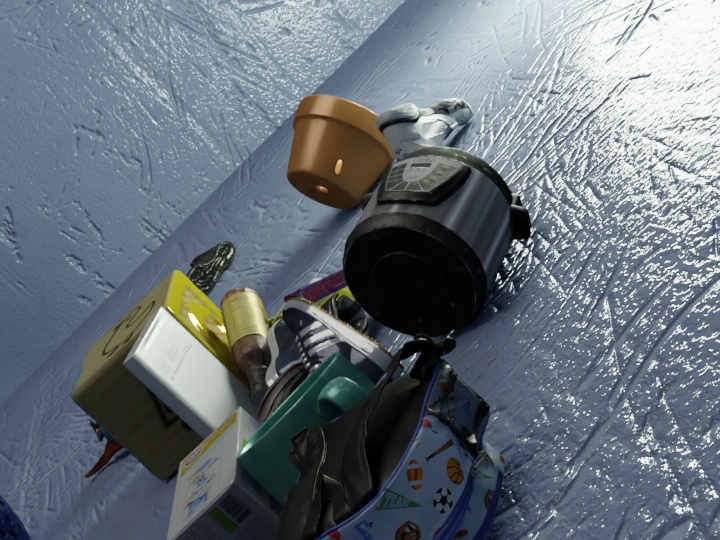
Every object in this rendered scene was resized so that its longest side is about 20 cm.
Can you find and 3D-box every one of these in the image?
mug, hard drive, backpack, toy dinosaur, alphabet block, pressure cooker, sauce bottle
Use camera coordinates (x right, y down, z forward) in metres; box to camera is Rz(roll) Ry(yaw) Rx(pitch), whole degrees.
[{"bbox_3d":[-0.033,0.175,1.200,0.152,0.114,0.185,-45,2,3],"label":"mug"},{"bbox_3d":[-0.220,0.153,1.623,0.027,0.200,0.132,-38,16,24],"label":"hard drive"},{"bbox_3d":[0.021,0.184,1.010,0.200,0.154,0.191,-42,6,31],"label":"backpack"},{"bbox_3d":[-0.377,0.270,2.038,0.181,0.105,0.200,8,90,56],"label":"toy dinosaur"},{"bbox_3d":[-0.283,0.153,1.804,0.200,0.196,0.195,-42,17,8],"label":"alphabet block"},{"bbox_3d":[0.085,-0.044,1.402,0.179,0.176,0.200,-44,10,44],"label":"pressure cooker"},{"bbox_3d":[-0.155,0.110,1.722,0.066,0.066,0.200,-39,43,20],"label":"sauce bottle"}]

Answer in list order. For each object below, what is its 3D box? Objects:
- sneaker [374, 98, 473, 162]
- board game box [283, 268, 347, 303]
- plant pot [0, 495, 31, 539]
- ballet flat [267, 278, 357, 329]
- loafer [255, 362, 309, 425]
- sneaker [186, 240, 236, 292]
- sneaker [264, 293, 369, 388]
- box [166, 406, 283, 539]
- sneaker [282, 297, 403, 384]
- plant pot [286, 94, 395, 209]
[{"bbox_3d":[0.117,-0.212,1.968,0.200,0.115,0.075,-12,-10,-41],"label":"sneaker"},{"bbox_3d":[0.000,0.000,1.618,0.200,0.032,0.120,-25,4,-17],"label":"board game box"},{"bbox_3d":[-0.566,0.456,1.764,0.200,0.180,0.200,-44,15,-1],"label":"plant pot"},{"bbox_3d":[-0.065,0.050,1.748,0.200,0.067,0.067,-36,15,29],"label":"ballet flat"},{"bbox_3d":[-0.099,0.204,1.461,0.063,0.072,0.200,13,63,49],"label":"loafer"},{"bbox_3d":[-0.335,-0.002,2.617,0.104,0.060,0.200,-26,18,47],"label":"sneaker"},{"bbox_3d":[-0.055,0.082,1.606,0.146,0.077,0.202,-46,18,13],"label":"sneaker"},{"bbox_3d":[-0.128,0.249,1.297,0.101,0.112,0.200,-44,15,8],"label":"box"},{"bbox_3d":[-0.050,0.110,1.439,0.200,0.070,0.109,27,74,43],"label":"sneaker"},{"bbox_3d":[-0.042,-0.202,2.165,0.200,0.200,0.140,-13,51,62],"label":"plant pot"}]
